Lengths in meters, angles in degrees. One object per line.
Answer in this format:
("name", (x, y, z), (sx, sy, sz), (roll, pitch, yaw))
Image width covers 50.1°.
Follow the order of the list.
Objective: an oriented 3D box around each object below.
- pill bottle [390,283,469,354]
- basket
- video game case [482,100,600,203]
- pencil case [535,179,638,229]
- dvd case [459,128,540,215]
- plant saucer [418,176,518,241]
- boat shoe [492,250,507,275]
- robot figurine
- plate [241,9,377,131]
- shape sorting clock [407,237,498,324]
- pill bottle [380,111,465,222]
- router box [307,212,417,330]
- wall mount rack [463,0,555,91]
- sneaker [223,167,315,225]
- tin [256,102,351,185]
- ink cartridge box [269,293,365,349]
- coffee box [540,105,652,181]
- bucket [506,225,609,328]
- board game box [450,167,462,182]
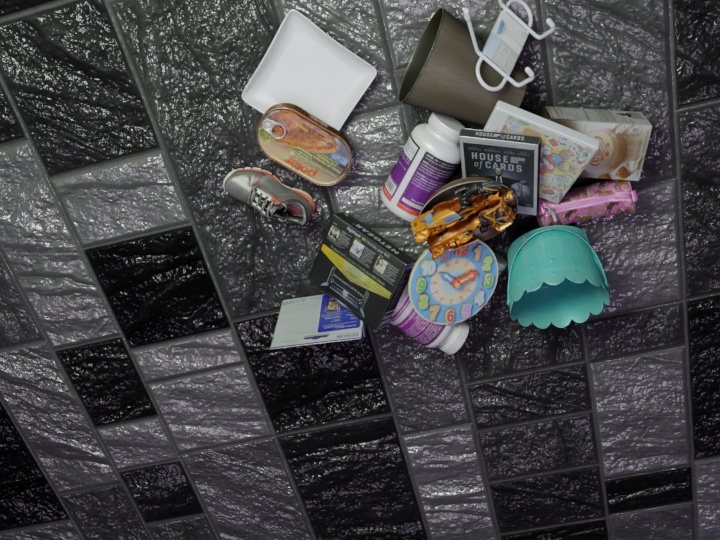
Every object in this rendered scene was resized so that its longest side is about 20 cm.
("pill bottle", (0.136, 0.095, 1.665), (0.198, 0.113, 0.113), (34, 116, -15))
("basket", (0.194, -0.351, 1.406), (0.196, 0.137, 0.183), (21, 118, -13))
("video game case", (0.313, -0.213, 1.422), (0.195, 0.023, 0.183), (21, 150, -1))
("pencil case", (0.447, -0.134, 1.536), (0.194, 0.088, 0.084), (-11, 134, 8))
("dvd case", (0.264, -0.183, 1.455), (0.146, 0.025, 0.202), (10, 149, 18))
("plant saucer", (0.205, -0.117, 1.485), (0.194, 0.033, 0.202), (-5, 147, -3))
("boat shoe", (0.212, -0.032, 1.619), (0.196, 0.072, 0.071), (25, 115, -19))
("robot figurine", (0.200, -0.094, 1.436), (0.196, 0.060, 0.145), (-24, 146, 22))
("plate", (-0.098, -0.358, 1.467), (0.197, 0.033, 0.201), (31, 116, -15))
("shape sorting clock", (0.191, 0.023, 1.569), (0.194, 0.039, 0.205), (-7, 116, -14))
("pill bottle", (0.126, -0.202, 1.499), (0.110, 0.113, 0.203), (24, 118, -11))
("router box", (0.000, 0.000, 1.588), (0.198, 0.052, 0.160), (35, 115, 22))
("wall mount rack", (0.246, -0.421, 1.326), (0.172, 0.203, 0.074), (34, 158, -18))
("sneaker", (-0.186, -0.147, 1.561), (0.195, 0.083, 0.079), (17, 119, -7))
("tin", (-0.107, -0.244, 1.495), (0.197, 0.042, 0.113), (29, 114, -15))
("ink cartridge box", (-0.084, 0.116, 1.636), (0.192, 0.202, 0.048), (-7, 120, 7))
("coffee box", (0.441, -0.244, 1.480), (0.194, 0.080, 0.117), (3, 120, 1))
("bucket", (0.391, 0.013, 1.556), (0.201, 0.138, 0.209), (-3, 150, -2))
("board game box", (0.246, -0.177, 1.559), (0.197, 0.030, 0.096), (-27, 115, 19))
